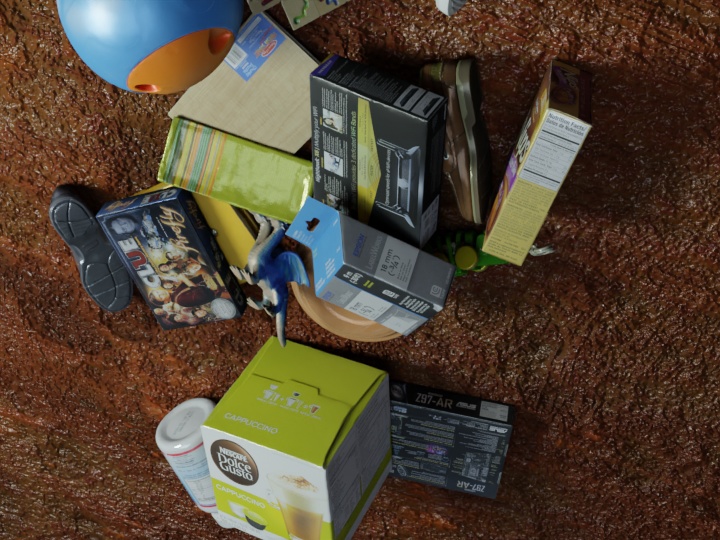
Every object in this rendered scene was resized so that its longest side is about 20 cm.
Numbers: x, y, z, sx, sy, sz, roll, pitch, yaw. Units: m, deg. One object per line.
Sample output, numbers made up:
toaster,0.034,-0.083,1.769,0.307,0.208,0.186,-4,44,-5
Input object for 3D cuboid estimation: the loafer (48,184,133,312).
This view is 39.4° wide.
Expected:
loafer,-0.375,-0.034,1.414,0.071,0.063,0.202,-24,127,-6

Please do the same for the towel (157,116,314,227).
towel,-0.154,-0.123,1.267,0.196,0.018,0.088,18,108,2

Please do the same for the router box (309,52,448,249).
router box,0.019,-0.135,1.180,0.155,0.052,0.202,25,141,21

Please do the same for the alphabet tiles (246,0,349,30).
alphabet tiles,-0.045,-0.356,1.045,0.197,0.006,0.168,-28,120,-3

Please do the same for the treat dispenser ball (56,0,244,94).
treat dispenser ball,-0.223,-0.292,1.076,0.196,0.202,0.204,7,128,9

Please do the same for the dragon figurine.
dragon figurine,-0.106,0.006,1.332,0.058,0.099,0.202,14,136,54

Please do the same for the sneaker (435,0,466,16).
sneaker,0.094,-0.366,1.037,0.081,0.074,0.202,36,139,25

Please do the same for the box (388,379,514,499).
box,0.120,0.253,1.500,0.196,0.044,0.163,10,128,7

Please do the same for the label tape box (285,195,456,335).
label tape box,0.000,0.000,1.238,0.197,0.064,0.144,24,158,-8

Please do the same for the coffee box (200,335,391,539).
coffee box,-0.083,0.250,1.424,0.196,0.201,0.201,14,130,23

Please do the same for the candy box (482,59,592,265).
candy box,0.201,-0.122,1.150,0.055,0.118,0.202,20,128,-2

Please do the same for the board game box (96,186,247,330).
board game box,-0.253,-0.013,1.366,0.133,0.035,0.202,-10,123,24

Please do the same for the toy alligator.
toy alligator,0.147,-0.028,1.278,0.196,0.059,0.055,-14,82,23

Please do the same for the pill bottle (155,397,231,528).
pill bottle,-0.234,0.309,1.593,0.107,0.110,0.202,-10,124,21

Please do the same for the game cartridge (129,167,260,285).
game cartridge,-0.234,-0.044,1.380,0.197,0.033,0.178,-18,120,29

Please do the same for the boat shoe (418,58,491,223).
boat shoe,0.112,-0.151,1.187,0.067,0.072,0.204,0,118,20

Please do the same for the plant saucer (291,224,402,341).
plant saucer,-0.001,0.019,1.363,0.196,0.033,0.203,7,128,9

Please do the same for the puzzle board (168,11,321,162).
puzzle board,-0.125,-0.206,1.236,0.150,0.018,0.199,40,125,-15
